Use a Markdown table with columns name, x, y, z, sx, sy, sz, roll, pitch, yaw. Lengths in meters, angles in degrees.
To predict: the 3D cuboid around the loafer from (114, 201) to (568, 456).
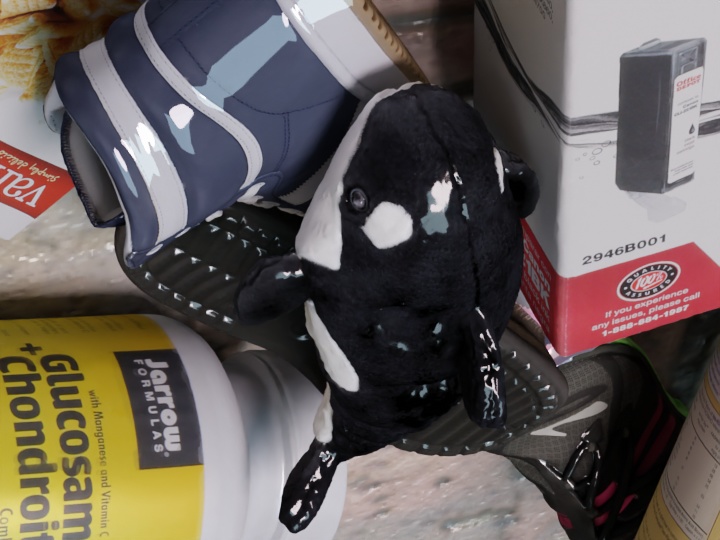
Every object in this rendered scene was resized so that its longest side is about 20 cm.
| name | x | y | z | sx | sy | sz | roll | pitch | yaw |
| --- | --- | --- | --- | --- | --- | --- | --- | --- | --- |
| loafer | 0.000 | 0.000 | 0.905 | 0.073 | 0.072 | 0.200 | -33 | 132 | 30 |

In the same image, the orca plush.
| name | x | y | z | sx | sy | sz | roll | pitch | yaw |
| --- | --- | --- | --- | --- | --- | --- | --- | --- | --- |
| orca plush | 0.014 | 0.029 | 0.805 | 0.105 | 0.071 | 0.200 | -10 | 145 | -33 |

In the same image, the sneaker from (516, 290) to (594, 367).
| name | x | y | z | sx | sy | sz | roll | pitch | yaw |
| --- | --- | --- | --- | --- | --- | --- | --- | --- | --- |
| sneaker | 0.060 | -0.003 | 0.980 | 0.200 | 0.070 | 0.082 | -29 | 113 | 15 |

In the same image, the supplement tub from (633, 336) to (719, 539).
| name | x | y | z | sx | sy | sz | roll | pitch | yaw |
| --- | --- | --- | --- | --- | --- | --- | --- | --- | --- |
| supplement tub | 0.192 | 0.086 | 0.987 | 0.145 | 0.145 | 0.201 | 4 | 116 | -34 |

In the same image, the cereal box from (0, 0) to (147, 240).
| name | x | y | z | sx | sy | sz | roll | pitch | yaw |
| --- | --- | --- | --- | --- | --- | --- | --- | --- | --- |
| cereal box | -0.087 | -0.100 | 0.775 | 0.200 | 0.040 | 0.144 | -39 | 145 | 17 |

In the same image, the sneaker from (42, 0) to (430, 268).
| name | x | y | z | sx | sy | sz | roll | pitch | yaw |
| --- | --- | --- | --- | --- | --- | --- | --- | --- | --- |
| sneaker | -0.028 | -0.037 | 0.808 | 0.108 | 0.070 | 0.200 | -35 | 151 | 3 |

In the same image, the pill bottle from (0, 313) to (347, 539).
| name | x | y | z | sx | sy | sz | roll | pitch | yaw |
| --- | --- | --- | --- | --- | --- | --- | --- | --- | --- |
| pill bottle | -0.111 | 0.073 | 0.917 | 0.199 | 0.112 | 0.112 | -2 | 138 | -28 |

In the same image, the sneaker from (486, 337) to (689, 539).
| name | x | y | z | sx | sy | sz | roll | pitch | yaw |
| --- | --- | --- | --- | --- | --- | --- | --- | --- | --- |
| sneaker | 0.108 | 0.083 | 1.075 | 0.077 | 0.084 | 0.200 | -33 | 146 | 20 |

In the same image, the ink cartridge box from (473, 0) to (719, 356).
| name | x | y | z | sx | sy | sz | roll | pitch | yaw |
| --- | --- | --- | --- | --- | --- | --- | --- | --- | --- |
| ink cartridge box | 0.116 | -0.080 | 0.825 | 0.144 | 0.084 | 0.200 | -17 | 142 | -10 |
